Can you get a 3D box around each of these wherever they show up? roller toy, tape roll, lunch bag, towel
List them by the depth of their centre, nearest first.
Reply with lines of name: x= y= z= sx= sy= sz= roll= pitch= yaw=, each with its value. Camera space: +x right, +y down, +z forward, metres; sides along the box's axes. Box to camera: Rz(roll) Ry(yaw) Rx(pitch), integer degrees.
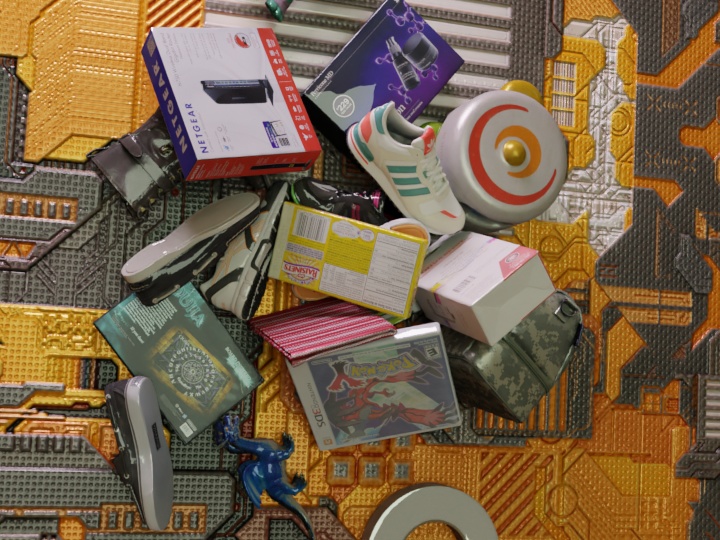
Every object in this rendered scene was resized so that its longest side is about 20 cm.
towel: x=-0.054 y=0.074 z=1.318 sx=0.144 sy=0.200 sz=0.023 roll=-15 pitch=105 yaw=-18
lunch bag: x=0.190 y=0.094 z=1.385 sx=0.139 sy=0.200 sz=0.168 roll=44 pitch=76 yaw=-18
tape roll: x=0.096 y=0.397 z=1.424 sx=0.201 sy=0.037 sz=0.205 roll=1 pitch=87 yaw=-17
roller toy: x=0.188 y=-0.150 z=1.427 sx=0.199 sy=0.140 sz=0.183 roll=-27 pitch=93 yaw=-21

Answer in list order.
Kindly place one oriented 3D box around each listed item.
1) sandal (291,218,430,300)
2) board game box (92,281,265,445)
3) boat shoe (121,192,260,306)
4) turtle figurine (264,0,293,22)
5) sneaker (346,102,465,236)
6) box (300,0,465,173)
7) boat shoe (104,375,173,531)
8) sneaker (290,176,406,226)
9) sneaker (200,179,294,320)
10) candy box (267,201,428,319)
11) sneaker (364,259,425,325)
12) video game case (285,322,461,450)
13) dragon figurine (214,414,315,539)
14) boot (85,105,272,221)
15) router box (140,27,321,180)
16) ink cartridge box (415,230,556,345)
sandal: x=0.004 y=0.005 z=1.363 sx=0.206 sy=0.059 sz=0.079 roll=-27 pitch=131 yaw=17
board game box: x=-0.236 y=0.107 z=1.348 sx=0.135 sy=0.028 sz=0.201 roll=-37 pitch=96 yaw=-16
boat shoe: x=-0.207 y=-0.027 z=1.316 sx=0.200 sy=0.074 sz=0.061 roll=-36 pitch=123 yaw=-17
turtle figurine: x=-0.058 y=-0.435 z=1.400 sx=0.199 sy=0.101 sz=0.150 roll=-36 pitch=82 yaw=0
sneaker: x=0.075 y=-0.132 z=1.335 sx=0.200 sy=0.093 sz=0.070 roll=46 pitch=46 yaw=-6
box: x=0.025 y=-0.259 z=1.426 sx=0.141 sy=0.079 sz=0.200 roll=41 pitch=77 yaw=-7
boat shoe: x=-0.287 y=0.234 z=1.308 sx=0.066 sy=0.070 sz=0.202 roll=-5 pitch=103 yaw=14
sneaker: x=0.002 y=-0.086 z=1.384 sx=0.199 sy=0.084 sz=0.077 roll=21 pitch=43 yaw=-11
sneaker: x=-0.147 y=-0.037 z=1.362 sx=0.079 sy=0.074 sz=0.201 roll=16 pitch=68 yaw=17
candy box: x=-0.018 y=-0.015 z=1.316 sx=0.199 sy=0.026 sz=0.103 roll=17 pitch=101 yaw=19
sneaker: x=0.083 y=0.007 z=1.429 sx=0.199 sy=0.074 sz=0.081 roll=-32 pitch=91 yaw=-18
video game case: x=0.021 y=0.155 z=1.334 sx=0.198 sy=0.023 sz=0.183 roll=-12 pitch=130 yaw=6
dragon figurine: x=-0.127 y=0.275 z=1.353 sx=0.099 sy=0.059 sz=0.202 roll=-18 pitch=95 yaw=-16
boot: x=-0.235 y=-0.131 z=1.351 sx=0.200 sy=0.069 sz=0.174 roll=43 pitch=79 yaw=-3
router box: x=-0.165 y=-0.216 z=1.320 sx=0.178 sy=0.049 sz=0.201 roll=-9 pitch=67 yaw=-34
ink cartridge box: x=0.143 y=0.016 z=1.335 sx=0.116 sy=0.200 sz=0.068 roll=-37 pitch=115 yaw=-15
